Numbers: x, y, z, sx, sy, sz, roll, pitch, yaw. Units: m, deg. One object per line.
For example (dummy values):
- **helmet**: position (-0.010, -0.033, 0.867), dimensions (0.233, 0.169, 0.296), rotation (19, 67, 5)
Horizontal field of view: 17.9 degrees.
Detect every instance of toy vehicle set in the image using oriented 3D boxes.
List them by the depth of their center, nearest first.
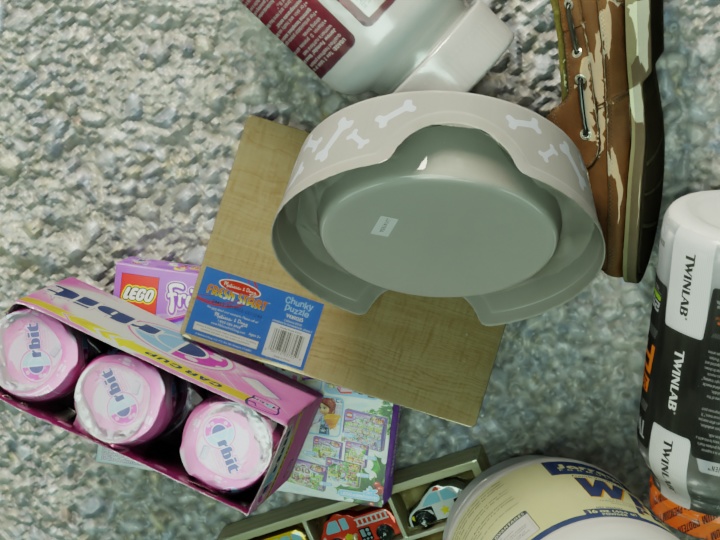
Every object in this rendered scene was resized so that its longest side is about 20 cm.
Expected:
- **toy vehicle set**: position (0.014, 0.207, 1.568), dimensions (0.199, 0.027, 0.125), rotation (-19, 104, 18)

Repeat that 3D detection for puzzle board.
- **puzzle board**: position (0.000, 0.000, 1.470), dimensions (0.199, 0.017, 0.151), rotation (17, 85, 4)

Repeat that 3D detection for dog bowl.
- **dog bowl**: position (0.047, -0.037, 1.374), dimensions (0.199, 0.059, 0.200), rotation (3, 150, 2)

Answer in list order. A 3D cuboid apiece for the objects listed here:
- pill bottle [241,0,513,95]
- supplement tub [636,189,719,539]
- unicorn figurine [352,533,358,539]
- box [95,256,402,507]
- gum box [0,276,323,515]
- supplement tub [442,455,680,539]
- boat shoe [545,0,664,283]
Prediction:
- **pill bottle**: position (-0.010, -0.178, 1.384), dimensions (0.200, 0.110, 0.110), rotation (43, 112, -5)
- **supplement tub**: position (0.237, 0.060, 1.417), dimensions (0.122, 0.123, 0.201), rotation (8, 110, 9)
- **unicorn figurine**: position (0.036, 0.295, 1.525), dimensions (0.074, 0.138, 0.200), rotation (-35, 121, 13)
- **box**: position (-0.070, 0.073, 1.518), dimensions (0.199, 0.039, 0.138), rotation (9, 98, 9)
- **gum box**: position (-0.135, 0.075, 1.451), dimensions (0.199, 0.113, 0.066), rotation (24, 100, 7)
- **supplement tub**: position (0.130, 0.201, 1.431), dimensions (0.144, 0.200, 0.146), rotation (-2, 101, -10)
- **boat shoe**: position (0.150, -0.093, 1.416), dimensions (0.068, 0.072, 0.201), rotation (3, 101, 16)
